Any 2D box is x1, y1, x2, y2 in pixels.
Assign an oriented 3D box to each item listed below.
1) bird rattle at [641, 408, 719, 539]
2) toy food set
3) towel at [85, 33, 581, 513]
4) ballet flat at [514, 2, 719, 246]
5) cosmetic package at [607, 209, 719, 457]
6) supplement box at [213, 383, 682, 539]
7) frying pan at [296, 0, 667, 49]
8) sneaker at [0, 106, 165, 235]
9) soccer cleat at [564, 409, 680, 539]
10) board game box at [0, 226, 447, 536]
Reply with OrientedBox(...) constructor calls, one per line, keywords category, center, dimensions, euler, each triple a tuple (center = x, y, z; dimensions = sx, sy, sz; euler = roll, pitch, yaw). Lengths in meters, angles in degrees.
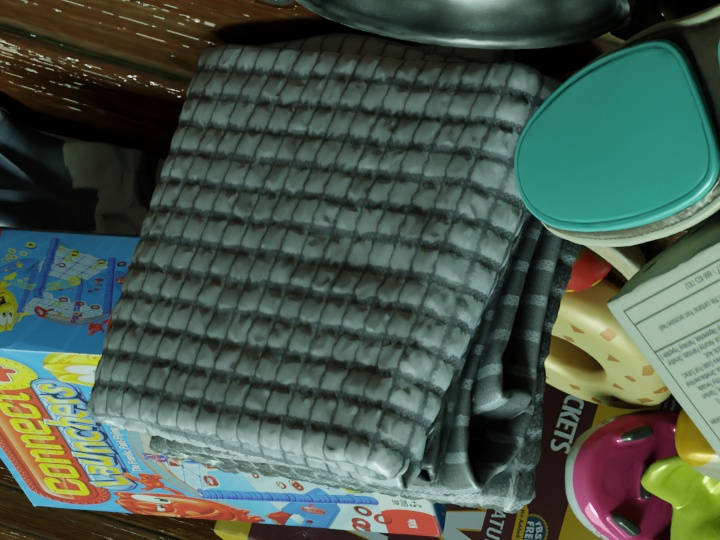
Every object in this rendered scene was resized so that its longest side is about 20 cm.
OrientedBox(category="bird rattle", center=(0.208, 0.085, 1.204), dimensions=(0.199, 0.113, 0.163), euler=(14, 178, 25))
OrientedBox(category="toy food set", center=(0.035, -0.002, 1.265), dimensions=(0.197, 0.049, 0.200), euler=(9, 162, 28))
OrientedBox(category="towel", center=(0.000, 0.000, 1.093), dimensions=(0.085, 0.166, 0.200), euler=(30, 165, -39))
OrientedBox(category="ballet flat", center=(0.129, -0.056, 0.936), dimensions=(0.069, 0.070, 0.200), euler=(26, 150, -24))
OrientedBox(category="cosmetic package", center=(0.188, 0.055, 0.972), dimensions=(0.200, 0.087, 0.103), euler=(54, 149, -3))
OrientedBox(category="supplement box", center=(0.072, 0.116, 1.455), dimensions=(0.199, 0.133, 0.197), euler=(9, 161, 29))
OrientedBox(category="frying pan", center=(0.069, -0.092, 0.967), dimensions=(0.189, 0.031, 0.115), euler=(5, 168, 0))
OrientedBox(category="sneaker", center=(-0.142, -0.013, 1.369), dimensions=(0.198, 0.080, 0.130), euler=(20, 166, -10))
OrientedBox(category="soccer cleat", center=(0.164, 0.100, 1.340), dimensions=(0.199, 0.070, 0.086), euler=(4, 178, -30))
OrientedBox(category="board game box", center=(-0.067, 0.051, 1.277), dimensions=(0.195, 0.056, 0.200), euler=(3, 156, 10))
